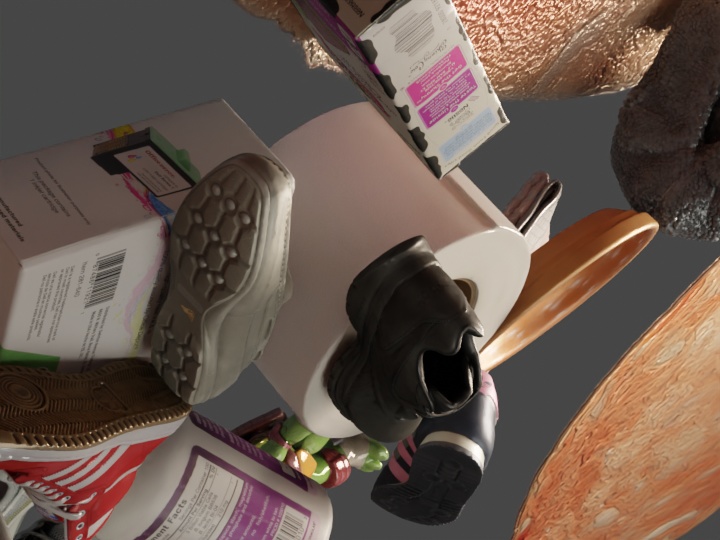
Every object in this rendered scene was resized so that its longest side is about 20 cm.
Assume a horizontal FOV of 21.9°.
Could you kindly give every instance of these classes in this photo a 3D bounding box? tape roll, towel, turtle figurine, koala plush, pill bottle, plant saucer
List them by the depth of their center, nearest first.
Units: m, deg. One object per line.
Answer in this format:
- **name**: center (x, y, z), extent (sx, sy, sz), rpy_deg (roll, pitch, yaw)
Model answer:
- **tape roll**: center (0.000, 0.000, 1.305), extent (0.203, 0.139, 0.203), rpy_deg (-33, 153, -19)
- **pill bottle**: center (-0.127, 0.160, 1.327), extent (0.200, 0.112, 0.112), rpy_deg (33, 107, -26)
- **plant saucer**: center (0.143, 0.014, 1.444), extent (0.200, 0.037, 0.200), rpy_deg (-37, 169, -8)
- **turtle figurine**: center (-0.022, 0.170, 1.510), extent (0.200, 0.144, 0.194), rpy_deg (-14, -165, 38)
- **koala plush**: center (0.297, -0.100, 1.540), extent (0.184, 0.177, 0.200), rpy_deg (-52, 166, 2)
- **towel**: center (0.102, 0.037, 1.566), extent (0.200, 0.032, 0.191), rpy_deg (-49, 160, -31)

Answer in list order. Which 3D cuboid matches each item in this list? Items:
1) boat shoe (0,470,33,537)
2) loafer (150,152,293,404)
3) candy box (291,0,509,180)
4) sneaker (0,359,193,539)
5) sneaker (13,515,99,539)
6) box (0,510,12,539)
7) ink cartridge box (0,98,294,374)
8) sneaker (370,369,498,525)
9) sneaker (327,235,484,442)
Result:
- **boat shoe**: center (-0.252, 0.135, 1.242), extent (0.065, 0.074, 0.202), rpy_deg (-18, 153, -49)
- **loafer**: center (-0.073, 0.000, 1.093), extent (0.070, 0.070, 0.200), rpy_deg (-30, 158, -36)
- **candy box**: center (0.006, -0.151, 1.077), extent (0.061, 0.136, 0.200), rpy_deg (-40, 154, 0)
- **sneaker**: center (-0.191, 0.114, 1.101), extent (0.113, 0.071, 0.200), rpy_deg (-53, 155, 21)
- **sneaker**: center (-0.228, 0.190, 1.376), extent (0.200, 0.075, 0.116), rpy_deg (-30, 149, -46)
- **box**: center (-0.319, 0.248, 1.172), extent (0.200, 0.131, 0.199), rpy_deg (-10, 133, -24)
- **ink cartridge box**: center (-0.155, -0.008, 1.134), extent (0.200, 0.084, 0.145), rpy_deg (-20, 148, -37)
- **sneaker**: center (0.063, 0.138, 1.424), extent (0.200, 0.070, 0.082), rpy_deg (127, -15, -63)
- **sneaker**: center (0.033, 0.066, 1.190), extent (0.076, 0.091, 0.200), rpy_deg (-34, 155, -20)
